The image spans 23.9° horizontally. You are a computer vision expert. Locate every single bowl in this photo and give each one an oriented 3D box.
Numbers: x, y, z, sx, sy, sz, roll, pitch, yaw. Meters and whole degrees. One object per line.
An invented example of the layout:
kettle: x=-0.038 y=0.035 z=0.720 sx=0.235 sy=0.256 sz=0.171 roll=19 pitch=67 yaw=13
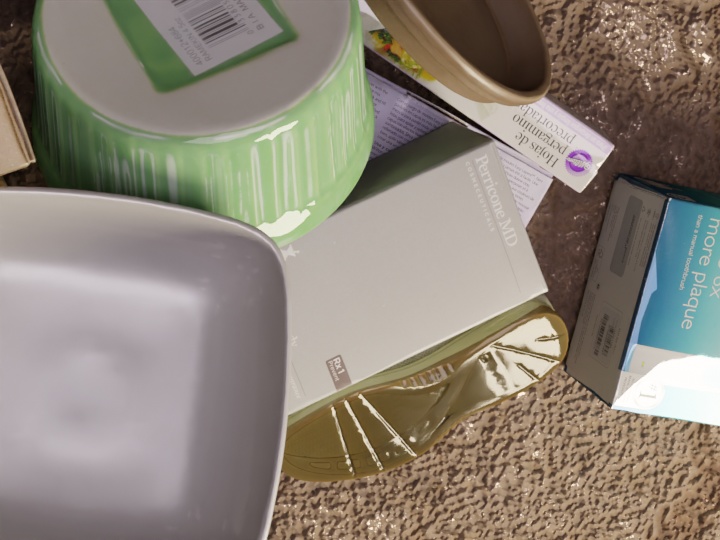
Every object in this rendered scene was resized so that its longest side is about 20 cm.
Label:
bowl: x=-0.140 y=0.064 z=0.884 sx=0.198 sy=0.075 sz=0.201 roll=8 pitch=82 yaw=-13

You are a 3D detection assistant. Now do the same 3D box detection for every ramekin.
ramekin: x=-0.089 y=-0.113 z=0.949 sx=0.199 sy=0.201 sz=0.098 roll=-15 pitch=149 yaw=-12

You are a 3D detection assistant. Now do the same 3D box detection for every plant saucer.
plant saucer: x=0.041 y=-0.176 z=0.996 sx=0.029 sy=0.201 sz=0.200 roll=-34 pitch=115 yaw=26

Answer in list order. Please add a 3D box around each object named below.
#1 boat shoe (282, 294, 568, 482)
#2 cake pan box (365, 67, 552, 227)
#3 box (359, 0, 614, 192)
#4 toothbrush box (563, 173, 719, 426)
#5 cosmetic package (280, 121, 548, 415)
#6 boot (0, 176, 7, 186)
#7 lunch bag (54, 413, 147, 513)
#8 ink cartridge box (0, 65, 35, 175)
boat shoe: x=0.031 y=0.066 z=1.075 sx=0.200 sy=0.063 sz=0.073 roll=-29 pitch=128 yaw=0
cake pan box: x=0.003 y=-0.026 z=1.090 sx=0.199 sy=0.052 sz=0.185 roll=26 pitch=98 yaw=-21
box: x=0.068 y=-0.122 z=1.067 sx=0.199 sy=0.041 sz=0.039 roll=33 pitch=105 yaw=-12
toothbrush box: x=0.258 y=0.028 z=1.162 sx=0.199 sy=0.085 sz=0.147 roll=11 pitch=101 yaw=-20
cosmetic package: x=0.000 y=0.000 z=1.024 sx=0.199 sy=0.090 sz=0.107 roll=-26 pitch=107 yaw=-5
boot: x=-0.262 y=-0.012 z=0.940 sx=0.199 sy=0.154 sz=0.073 roll=-19 pitch=106 yaw=-32
lunch bag: x=-0.200 y=0.142 z=1.001 sx=0.121 sy=0.170 sz=0.201 roll=13 pitch=101 yaw=-45
ink cartridge box: x=-0.271 y=-0.081 z=0.911 sx=0.164 sy=0.200 sz=0.076 roll=-21 pitch=108 yaw=-11
